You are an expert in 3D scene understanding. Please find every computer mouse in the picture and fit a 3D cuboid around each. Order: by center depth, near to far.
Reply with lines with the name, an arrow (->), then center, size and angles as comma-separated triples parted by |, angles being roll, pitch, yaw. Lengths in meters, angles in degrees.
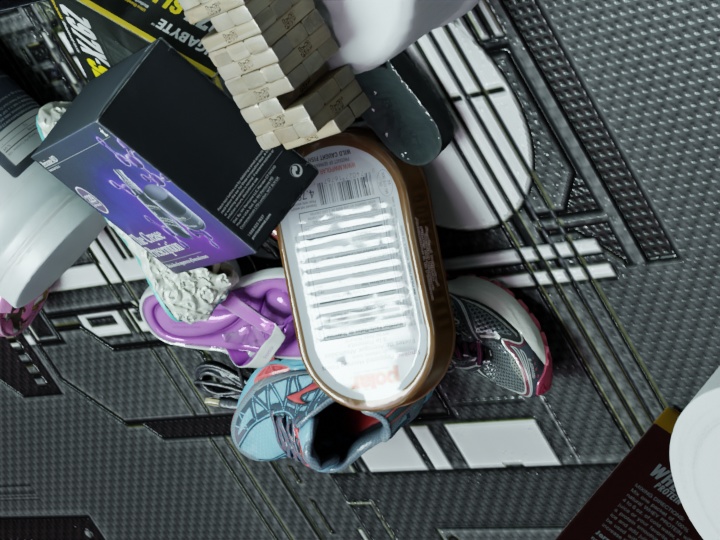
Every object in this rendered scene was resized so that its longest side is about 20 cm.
computer mouse -> -0.099, 0.035, 1.932 | 0.109, 0.044, 0.200 | 10, 134, 28

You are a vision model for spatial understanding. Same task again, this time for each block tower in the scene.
block tower -> -0.071, -0.167, 1.487 | 0.058, 0.054, 0.200 | -15, 112, 45

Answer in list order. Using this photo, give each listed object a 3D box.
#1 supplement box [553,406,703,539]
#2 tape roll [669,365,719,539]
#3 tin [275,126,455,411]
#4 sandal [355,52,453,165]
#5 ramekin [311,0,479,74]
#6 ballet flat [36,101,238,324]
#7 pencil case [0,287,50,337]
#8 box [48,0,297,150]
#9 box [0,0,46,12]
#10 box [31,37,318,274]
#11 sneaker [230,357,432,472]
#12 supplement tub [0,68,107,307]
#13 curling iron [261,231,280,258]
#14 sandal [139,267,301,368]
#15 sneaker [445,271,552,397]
supplement box -> 0.220, 0.243, 1.673 | 0.197, 0.200, 0.133 | 36, 145, 13
tape roll -> 0.308, 0.108, 1.495 | 0.202, 0.139, 0.203 | 28, 143, 23
tin -> 0.000, 0.000, 1.712 | 0.112, 0.042, 0.201 | -11, 92, 29
sandal -> -0.018, -0.149, 1.647 | 0.201, 0.048, 0.075 | 48, 143, 1
ramekin -> -0.019, -0.218, 1.517 | 0.200, 0.098, 0.201 | 23, 135, 25
ballet flat -> -0.158, -0.054, 1.819 | 0.200, 0.072, 0.072 | 54, 145, -6
pencil case -> -0.358, -0.024, 2.110 | 0.200, 0.083, 0.087 | 33, 145, 19
box -> -0.131, -0.137, 1.728 | 0.159, 0.049, 0.200 | 32, 164, 22
box -> -0.258, -0.260, 1.542 | 0.117, 0.196, 0.201 | 1, 105, 41
box -> -0.132, -0.074, 1.687 | 0.141, 0.079, 0.200 | 42, 164, -12
sneaker -> -0.036, 0.112, 1.867 | 0.200, 0.096, 0.079 | -25, 115, 41
supplement tub -> -0.303, -0.082, 1.938 | 0.200, 0.140, 0.140 | 43, 146, 4
curling iron -> -0.014, 0.006, 1.831 | 0.200, 0.026, 0.050 | 33, 169, 9
sandal -> -0.090, 0.045, 1.861 | 0.202, 0.050, 0.083 | -4, 126, 39
sneaker -> 0.049, 0.041, 1.754 | 0.200, 0.075, 0.081 | 27, 142, 23
